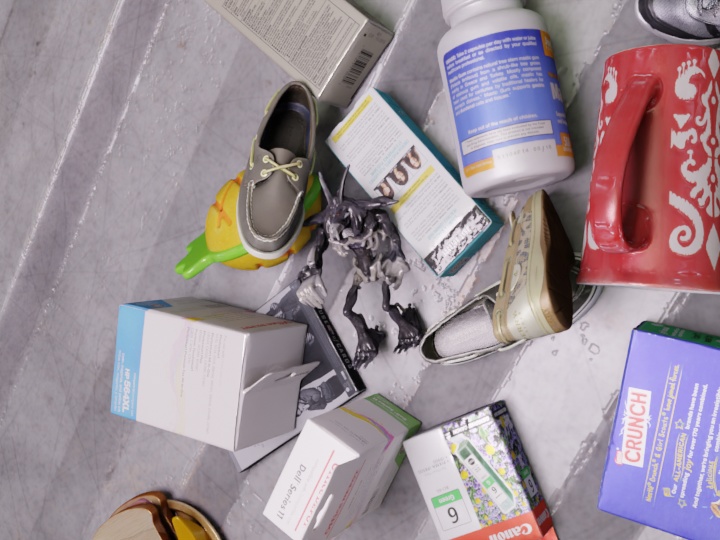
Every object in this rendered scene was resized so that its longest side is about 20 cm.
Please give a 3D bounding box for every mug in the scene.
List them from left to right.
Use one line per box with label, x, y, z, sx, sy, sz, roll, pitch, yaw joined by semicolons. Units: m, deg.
mug;0.261;-0.085;0.694;0.131;0.177;0.204;4;89;12

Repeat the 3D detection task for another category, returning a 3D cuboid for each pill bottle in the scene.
pill bottle;0.135;-0.181;0.783;0.110;0.112;0.204;-12;86;26

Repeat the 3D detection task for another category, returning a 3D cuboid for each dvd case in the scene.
dvd case;-0.106;0.126;0.960;0.199;0.025;0.152;-36;76;23

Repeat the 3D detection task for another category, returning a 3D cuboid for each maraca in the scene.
maraca;-0.127;-0.052;0.912;0.198;0.138;0.108;-25;112;22

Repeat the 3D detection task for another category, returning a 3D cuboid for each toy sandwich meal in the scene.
toy sandwich meal;-0.248;0.379;1.011;0.202;0.070;0.210;1;91;27

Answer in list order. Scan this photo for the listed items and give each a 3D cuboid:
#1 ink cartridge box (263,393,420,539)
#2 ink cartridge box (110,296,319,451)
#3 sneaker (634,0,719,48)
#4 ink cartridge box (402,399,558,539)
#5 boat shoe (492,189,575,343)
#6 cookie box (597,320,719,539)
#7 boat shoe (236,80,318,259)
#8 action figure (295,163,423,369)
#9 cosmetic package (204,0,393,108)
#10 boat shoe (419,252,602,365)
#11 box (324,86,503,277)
ink cartridge box;-0.024;0.204;0.822;0.067;0.199;0.119;31;104;22
ink cartridge box;-0.158;0.112;0.900;0.197;0.128;0.128;11;96;26
sneaker;0.329;-0.234;0.682;0.197;0.113;0.077;13;96;26
ink cartridge box;0.132;0.249;0.828;0.108;0.050;0.203;-26;79;25
boat shoe;0.154;-0.010;0.737;0.062;0.201;0.074;-24;111;26
cookie box;0.327;0.152;0.713;0.197;0.075;0.175;13;97;25
boat shoe;-0.083;-0.107;0.825;0.071;0.061;0.205;11;55;-5
action figure;0.000;0.000;0.827;0.117;0.102;0.203;-15;113;18
cosmetic package;-0.071;-0.285;0.906;0.200;0.071;0.106;45;110;19
boat shoe;0.149;0.046;0.807;0.198;0.063;0.072;-32;77;23
box;0.055;-0.095;0.859;0.082;0.049;0.201;-45;72;20
